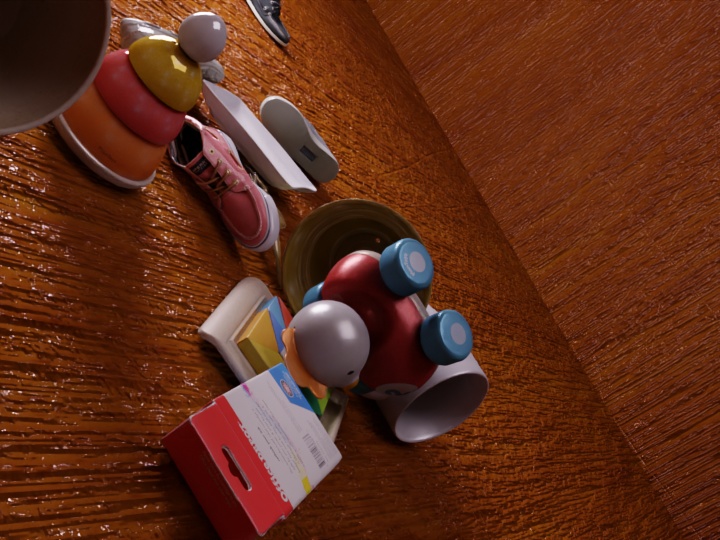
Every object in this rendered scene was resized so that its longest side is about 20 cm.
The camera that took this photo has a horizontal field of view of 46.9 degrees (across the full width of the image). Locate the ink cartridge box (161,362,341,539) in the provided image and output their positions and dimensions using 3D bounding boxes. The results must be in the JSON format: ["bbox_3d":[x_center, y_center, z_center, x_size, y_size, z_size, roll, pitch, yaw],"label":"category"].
[{"bbox_3d":[-0.100,0.168,0.750,0.117,0.067,0.200,57,17,5],"label":"ink cartridge box"}]

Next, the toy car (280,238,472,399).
[{"bbox_3d":[-0.013,0.088,0.938,0.199,0.184,0.178,-34,96,-45],"label":"toy car"}]

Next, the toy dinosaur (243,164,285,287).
[{"bbox_3d":[-0.132,-0.082,1.132,0.101,0.058,0.201,39,24,-46],"label":"toy dinosaur"}]

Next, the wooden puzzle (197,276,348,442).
[{"bbox_3d":[-0.087,0.108,0.945,0.201,0.037,0.185,53,18,-10],"label":"wooden puzzle"}]

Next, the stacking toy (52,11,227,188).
[{"bbox_3d":[-0.214,-0.196,0.877,0.146,0.199,0.147,48,19,-22],"label":"stacking toy"}]

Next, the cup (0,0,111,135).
[{"bbox_3d":[-0.329,-0.231,0.702,0.200,0.201,0.143,41,-3,-39],"label":"cup"}]

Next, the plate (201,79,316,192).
[{"bbox_3d":[-0.155,-0.189,1.250,0.200,0.032,0.200,51,8,2],"label":"plate"}]

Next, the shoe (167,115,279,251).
[{"bbox_3d":[-0.179,-0.111,1.047,0.091,0.071,0.201,22,32,-58],"label":"shoe"}]

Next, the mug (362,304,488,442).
[{"bbox_3d":[0.052,0.125,1.147,0.198,0.148,0.176,-2,44,-34],"label":"mug"}]

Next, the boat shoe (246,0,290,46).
[{"bbox_3d":[-0.207,-0.595,1.836,0.200,0.066,0.074,55,17,-2],"label":"boat shoe"}]

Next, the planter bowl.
[{"bbox_3d":[0.000,0.000,1.103,0.201,0.199,0.083,54,15,-5],"label":"planter bowl"}]

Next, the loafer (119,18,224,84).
[{"bbox_3d":[-0.261,-0.305,1.168,0.200,0.069,0.070,5,61,-67],"label":"loafer"}]

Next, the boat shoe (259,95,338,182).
[{"bbox_3d":[-0.113,-0.235,1.459,0.201,0.070,0.072,46,8,-39],"label":"boat shoe"}]
